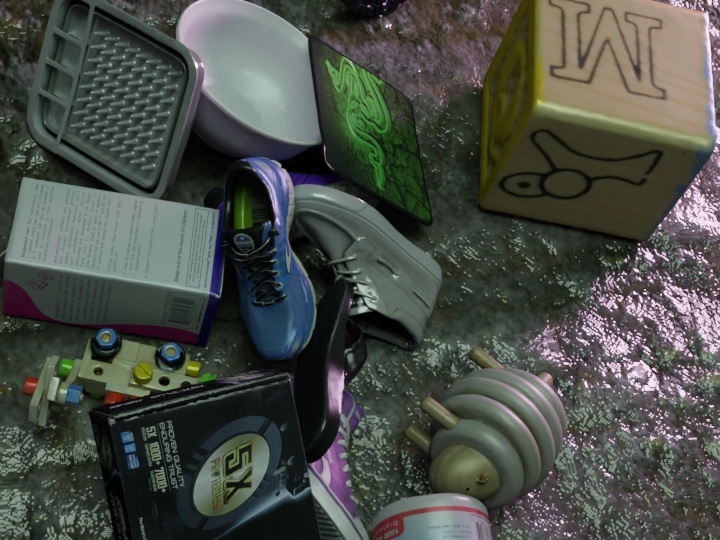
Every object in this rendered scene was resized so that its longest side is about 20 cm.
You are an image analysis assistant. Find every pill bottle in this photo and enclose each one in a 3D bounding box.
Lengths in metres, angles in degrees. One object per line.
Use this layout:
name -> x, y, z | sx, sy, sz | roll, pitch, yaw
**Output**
pill bottle -> 0.073, 0.307, 1.305 | 0.109, 0.109, 0.200 | 2, 58, -14

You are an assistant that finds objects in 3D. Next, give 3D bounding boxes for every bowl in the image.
bowl -> -0.122, -0.184, 1.546 | 0.201, 0.090, 0.201 | 24, 42, -24

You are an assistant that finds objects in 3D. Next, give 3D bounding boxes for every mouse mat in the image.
mouse mat -> 0.010, -0.149, 1.567 | 0.161, 0.008, 0.200 | 27, 39, -37

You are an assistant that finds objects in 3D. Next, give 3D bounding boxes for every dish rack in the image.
dish rack -> -0.240, -0.175, 1.475 | 0.200, 0.172, 0.044 | 31, 24, 27

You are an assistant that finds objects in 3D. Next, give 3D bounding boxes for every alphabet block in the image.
alphabet block -> 0.251, -0.173, 1.601 | 0.200, 0.195, 0.197 | 12, 55, -10

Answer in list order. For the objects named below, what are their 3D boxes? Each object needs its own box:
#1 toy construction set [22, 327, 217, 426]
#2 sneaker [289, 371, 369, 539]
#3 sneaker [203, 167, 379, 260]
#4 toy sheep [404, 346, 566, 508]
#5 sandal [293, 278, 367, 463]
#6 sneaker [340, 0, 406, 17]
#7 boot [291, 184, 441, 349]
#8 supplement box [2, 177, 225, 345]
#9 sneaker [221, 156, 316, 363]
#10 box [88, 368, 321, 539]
toy construction set -> -0.211, 0.122, 1.358 | 0.200, 0.092, 0.131 | 21, 56, -16
sneaker -> -0.025, 0.176, 1.383 | 0.114, 0.073, 0.201 | -24, 68, -30
sneaker -> -0.073, -0.081, 1.528 | 0.200, 0.070, 0.100 | -17, 48, -31
toy sheep -> 0.129, 0.151, 1.408 | 0.138, 0.138, 0.200 | 39, 51, 10
sandal -> -0.027, 0.097, 1.377 | 0.048, 0.075, 0.201 | 28, 46, -23
sneaker -> 0.035, -0.362, 1.737 | 0.078, 0.075, 0.200 | 37, 48, 19
boot -> 0.000, 0.000, 1.461 | 0.200, 0.074, 0.096 | 33, 55, -28
supplement box -> -0.235, -0.007, 1.417 | 0.200, 0.101, 0.103 | 9, 57, -11
sneaker -> -0.097, -0.011, 1.385 | 0.078, 0.089, 0.200 | -14, 82, 17
box -> -0.130, 0.200, 1.277 | 0.164, 0.086, 0.200 | -11, 93, -22
